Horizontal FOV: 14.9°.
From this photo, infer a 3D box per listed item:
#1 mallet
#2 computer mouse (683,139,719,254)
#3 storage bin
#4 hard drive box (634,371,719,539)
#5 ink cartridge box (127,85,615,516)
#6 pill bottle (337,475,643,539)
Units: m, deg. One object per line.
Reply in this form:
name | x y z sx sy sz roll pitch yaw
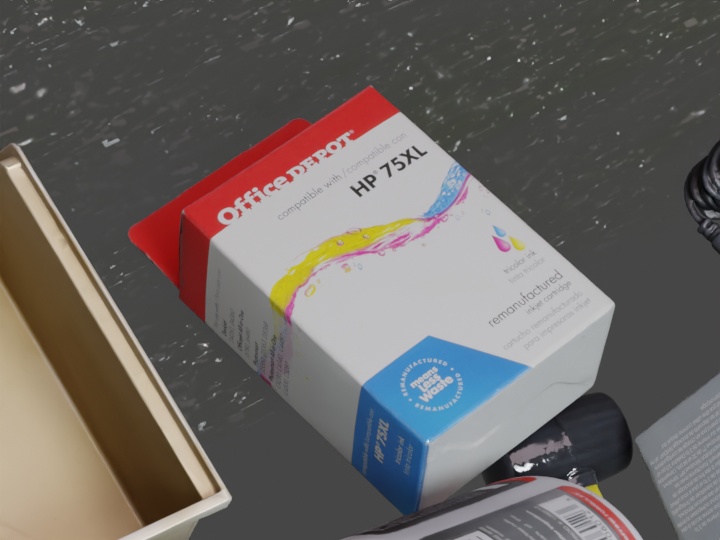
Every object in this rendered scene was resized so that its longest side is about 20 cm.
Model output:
mallet | 0.111 0.139 1.188 0.066 0.041 0.200 -11 53 -15
computer mouse | 0.256 -0.020 1.322 0.200 0.046 0.140 42 61 9
storage bin | -0.195 0.070 1.142 0.200 0.094 0.199 -25 72 -23
hard drive box | 0.233 0.136 1.197 0.156 0.077 0.200 -7 65 -38
ink cartridge box | 0.000 0.000 1.219 0.116 0.067 0.200 -35 64 -26
pill bottle | 0.030 0.154 1.094 0.116 0.116 0.200 54 31 15
